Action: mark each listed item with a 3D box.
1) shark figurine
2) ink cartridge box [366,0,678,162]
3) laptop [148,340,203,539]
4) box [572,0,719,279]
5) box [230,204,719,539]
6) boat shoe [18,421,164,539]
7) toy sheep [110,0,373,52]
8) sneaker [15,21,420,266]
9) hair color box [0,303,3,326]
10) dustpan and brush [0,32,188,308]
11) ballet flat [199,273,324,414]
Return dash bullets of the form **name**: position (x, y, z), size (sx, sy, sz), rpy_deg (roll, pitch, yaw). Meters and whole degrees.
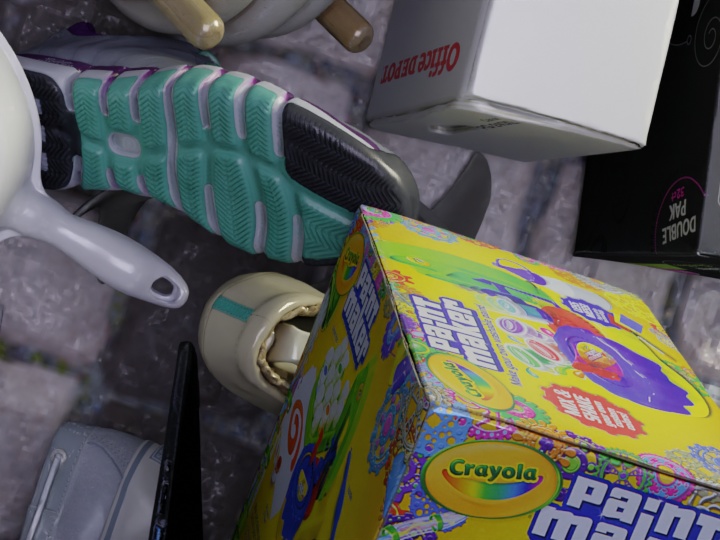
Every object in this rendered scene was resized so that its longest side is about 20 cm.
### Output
- **shark figurine**: position (-0.010, -0.020, 0.866), size (0.214, 0.089, 0.128), rpy_deg (26, 83, -13)
- **ink cartridge box**: position (0.080, -0.150, 0.853), size (0.083, 0.145, 0.200), rpy_deg (14, 87, -15)
- **laptop**: position (-0.125, 0.158, 0.761), size (0.116, 0.200, 0.187), rpy_deg (3, 130, 0)
- **box**: position (0.184, -0.095, 0.875), size (0.124, 0.149, 0.200), rpy_deg (7, 89, -14)
- **box**: position (0.030, 0.108, 0.694), size (0.122, 0.200, 0.193), rpy_deg (18, 106, -11)
- **boat shoe**: position (-0.137, 0.160, 0.854), size (0.071, 0.070, 0.201), rpy_deg (21, 90, 11)
- **toy sheep**: position (-0.051, -0.153, 0.828), size (0.200, 0.138, 0.138), rpy_deg (-1, 91, -53)
- **sneaker**: position (-0.058, -0.065, 0.812), size (0.200, 0.088, 0.075), rpy_deg (17, 127, 19)
- **hair color box**: position (-0.199, 0.048, 0.761), size (0.109, 0.200, 0.065), rpy_deg (19, 102, -12)
- **dustpan and brush**: position (-0.155, -0.035, 0.776), size (0.200, 0.057, 0.140), rpy_deg (31, 98, -5)
- **ballet flat**: position (0.027, 0.059, 0.827), size (0.200, 0.069, 0.070), rpy_deg (25, 85, -22)
